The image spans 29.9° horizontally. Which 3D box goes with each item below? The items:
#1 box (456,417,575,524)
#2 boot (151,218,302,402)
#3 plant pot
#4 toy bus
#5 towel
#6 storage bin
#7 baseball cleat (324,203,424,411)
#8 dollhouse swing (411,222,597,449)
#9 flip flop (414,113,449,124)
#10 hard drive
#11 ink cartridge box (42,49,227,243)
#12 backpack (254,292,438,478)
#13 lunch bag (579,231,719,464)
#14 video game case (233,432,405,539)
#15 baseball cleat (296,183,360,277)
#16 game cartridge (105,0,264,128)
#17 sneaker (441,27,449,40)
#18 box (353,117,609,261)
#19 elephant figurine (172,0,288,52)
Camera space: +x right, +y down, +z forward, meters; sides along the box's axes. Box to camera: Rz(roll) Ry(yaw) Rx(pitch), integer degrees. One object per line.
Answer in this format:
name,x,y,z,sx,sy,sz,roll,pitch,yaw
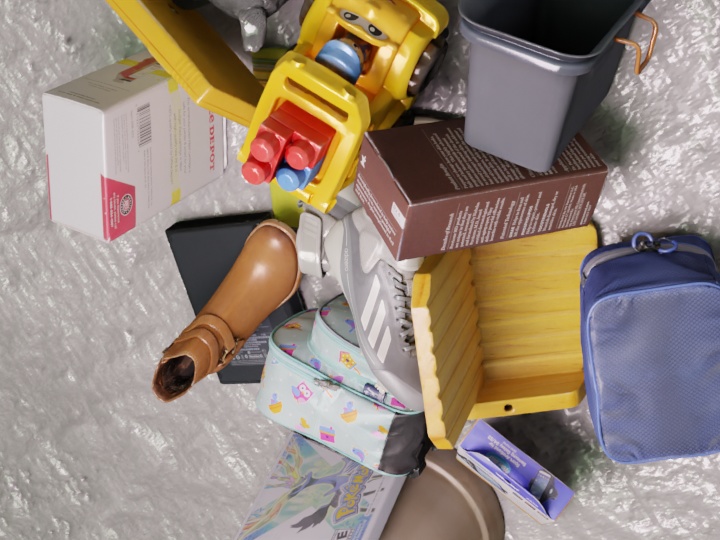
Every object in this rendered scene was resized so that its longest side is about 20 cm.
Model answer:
box,0.155,0.206,1.371,0.119,0.042,0.200,38,171,9
boot,-0.146,0.045,1.428,0.077,0.155,0.200,43,129,3
plant pot,0.034,0.306,1.491,0.199,0.173,0.201,14,119,26
toy bus,-0.031,-0.153,1.194,0.135,0.192,0.200,33,128,7
towel,-0.068,-0.138,1.427,0.086,0.018,0.201,11,120,33
storage bin,0.172,-0.182,1.157,0.145,0.200,0.135,23,134,18
baseball cleat,0.033,0.030,1.261,0.106,0.070,0.201,-38,76,41
dollhouse swing,0.143,0.051,1.250,0.181,0.176,0.201,-7,108,4
flip flop,0.087,-0.104,1.322,0.199,0.058,0.081,10,119,27
hard drive,-0.133,0.034,1.536,0.139,0.033,0.201,-4,114,33
ink cartridge box,-0.231,-0.139,1.408,0.083,0.200,0.146,18,122,26
backpack,-0.004,0.109,1.411,0.199,0.176,0.154,14,113,20
lunch bag,0.271,0.061,1.245,0.135,0.132,0.201,-6,111,7
video game case,-0.032,0.233,1.478,0.182,0.200,0.022,-10,126,34
baseball cleat,0.000,0.000,1.366,0.200,0.106,0.070,60,174,28
game cartridge,-0.165,-0.214,1.320,0.032,0.176,0.200,-44,68,13
sneaker,0.019,-0.176,1.323,0.200,0.072,0.083,-25,107,37
box,0.105,-0.079,1.188,0.075,0.199,0.100,104,148,-42
elephant figurine,-0.155,-0.321,1.313,0.199,0.155,0.142,14,126,19
